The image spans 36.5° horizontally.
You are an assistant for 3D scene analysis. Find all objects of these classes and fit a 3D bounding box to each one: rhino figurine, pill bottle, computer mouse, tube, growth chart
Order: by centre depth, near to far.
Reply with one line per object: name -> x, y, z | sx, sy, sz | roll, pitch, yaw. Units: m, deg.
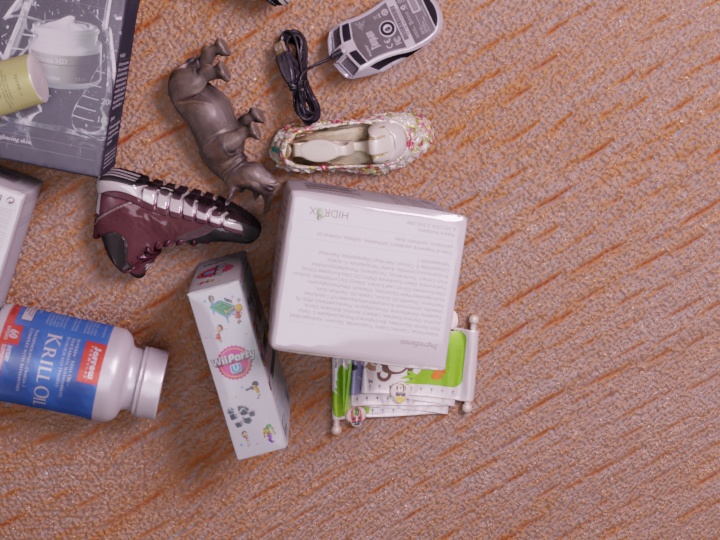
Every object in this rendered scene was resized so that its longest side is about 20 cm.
tube -> -0.419, -0.169, 1.111 | 0.197, 0.052, 0.059 | -14, 63, 4
computer mouse -> 0.003, -0.253, 1.251 | 0.198, 0.044, 0.111 | -23, 78, -1
rhino figurine -> -0.153, -0.155, 1.254 | 0.087, 0.060, 0.202 | -21, 106, 20
pill bottle -> -0.328, 0.113, 1.273 | 0.197, 0.112, 0.114 | 12, 102, -8
growth chart -> 0.055, 0.123, 1.362 | 0.197, 0.018, 0.147 | -7, 103, -5

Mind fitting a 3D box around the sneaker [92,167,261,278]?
sneaker -> -0.220, -0.038, 1.277 | 0.197, 0.076, 0.117 | 18, 106, 1

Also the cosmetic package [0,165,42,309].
cosmetic package -> -0.433, -0.014, 1.235 | 0.080, 0.113, 0.202 | 20, 98, -10

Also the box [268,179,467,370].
box -> 0.000, 0.000, 1.230 | 0.197, 0.199, 0.174 | 9, 97, -7

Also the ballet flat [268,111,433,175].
ballet flat -> -0.007, -0.142, 1.271 | 0.197, 0.064, 0.077 | -8, 103, -4

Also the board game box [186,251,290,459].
board game box -> -0.137, 0.094, 1.270 | 0.063, 0.148, 0.203 | -14, 104, 1

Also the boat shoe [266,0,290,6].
boat shoe -> -0.166, -0.345, 1.206 | 0.199, 0.075, 0.063 | 32, 103, -6

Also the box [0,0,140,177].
box -> -0.357, -0.222, 1.190 | 0.197, 0.124, 0.200 | 10, 100, -7
